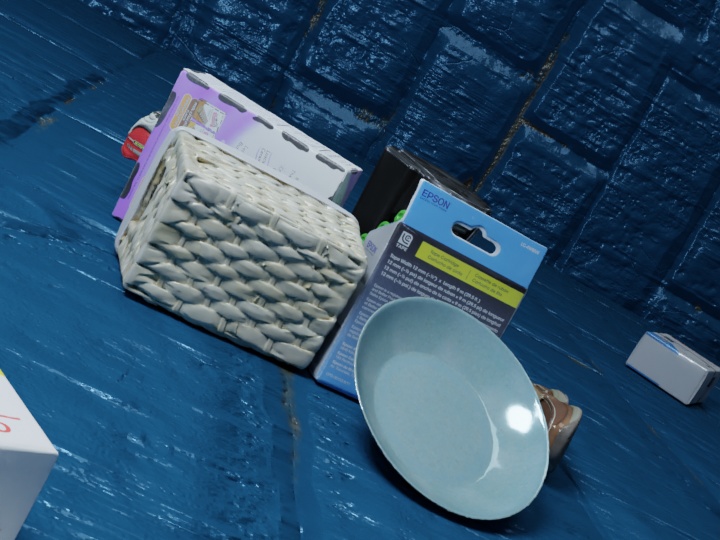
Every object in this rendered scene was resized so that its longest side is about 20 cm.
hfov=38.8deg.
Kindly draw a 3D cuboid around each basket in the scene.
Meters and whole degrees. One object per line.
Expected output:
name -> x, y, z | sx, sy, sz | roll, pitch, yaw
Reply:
basket -> -0.106, -0.017, 0.909 | 0.199, 0.136, 0.124 | 27, 15, -19

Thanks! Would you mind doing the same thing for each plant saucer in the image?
plant saucer -> 0.070, 0.118, 0.855 | 0.200, 0.039, 0.202 | 21, 48, -25

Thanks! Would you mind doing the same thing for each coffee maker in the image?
coffee maker -> 0.028, -0.033, 1.157 | 0.192, 0.201, 0.134 | 36, 11, 28

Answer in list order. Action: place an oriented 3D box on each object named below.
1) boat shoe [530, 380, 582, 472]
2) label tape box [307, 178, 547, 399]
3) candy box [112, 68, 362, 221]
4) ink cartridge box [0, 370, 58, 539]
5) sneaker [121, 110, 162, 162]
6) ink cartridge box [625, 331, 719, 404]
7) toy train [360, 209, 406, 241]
boat shoe -> 0.180, 0.156, 1.069 | 0.071, 0.076, 0.200 | 27, 1, 2
label tape box -> 0.058, 0.031, 0.938 | 0.142, 0.201, 0.066 | 26, 6, -19
candy box -> -0.125, -0.080, 1.042 | 0.199, 0.169, 0.072 | 32, 12, 8
ink cartridge box -> -0.208, 0.063, 0.424 | 0.116, 0.068, 0.200 | 18, 16, -49
sneaker -> -0.188, -0.082, 1.142 | 0.200, 0.085, 0.077 | 52, 17, -6
ink cartridge box -> 0.644, 0.199, 2.088 | 0.146, 0.086, 0.200 | 35, 13, 26
toy train -> 0.000, 0.000, 1.030 | 0.042, 0.199, 0.057 | 26, 55, -29
